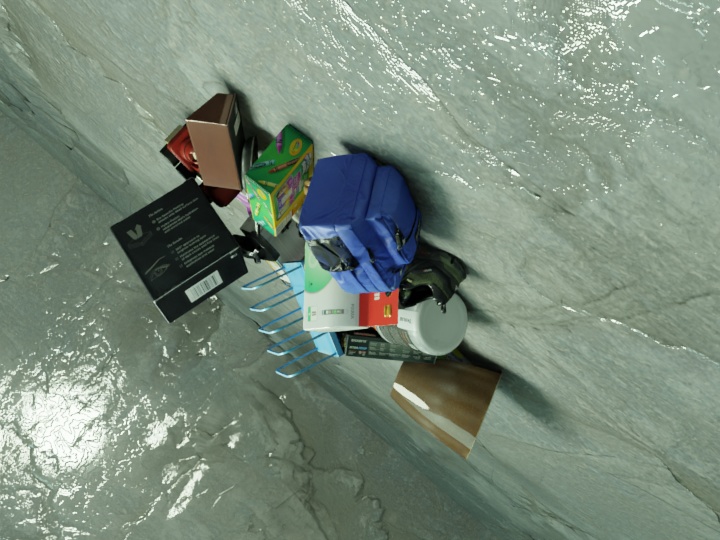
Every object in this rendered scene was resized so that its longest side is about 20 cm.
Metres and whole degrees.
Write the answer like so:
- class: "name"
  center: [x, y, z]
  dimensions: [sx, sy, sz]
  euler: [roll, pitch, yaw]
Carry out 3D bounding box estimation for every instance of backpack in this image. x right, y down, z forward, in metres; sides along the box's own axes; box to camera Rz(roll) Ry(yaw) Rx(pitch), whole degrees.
- class: "backpack"
  center: [0.012, -0.057, 1.217]
  dimensions: [0.165, 0.165, 0.201]
  euler: [2, 144, 26]

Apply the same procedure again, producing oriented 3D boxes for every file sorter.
- class: "file sorter"
  center: [-0.142, 0.097, 1.573]
  dimensions: [0.203, 0.121, 0.138]
  euler: [69, 160, -7]

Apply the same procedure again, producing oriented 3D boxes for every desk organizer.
- class: "desk organizer"
  center: [-0.255, -0.232, 1.414]
  dimensions: [0.075, 0.073, 0.201]
  euler: [8, 152, 3]

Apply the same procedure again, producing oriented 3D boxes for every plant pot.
- class: "plant pot"
  center: [0.168, 0.263, 1.629]
  dimensions: [0.197, 0.189, 0.188]
  euler: [23, 161, 12]

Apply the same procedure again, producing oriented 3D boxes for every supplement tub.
- class: "supplement tub"
  center: [0.102, 0.087, 1.481]
  dimensions: [0.123, 0.123, 0.199]
  euler: [45, 162, -24]

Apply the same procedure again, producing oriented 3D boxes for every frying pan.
- class: "frying pan"
  center: [-0.203, -0.168, 1.466]
  dimensions: [0.030, 0.117, 0.192]
  euler: [2, 143, -3]

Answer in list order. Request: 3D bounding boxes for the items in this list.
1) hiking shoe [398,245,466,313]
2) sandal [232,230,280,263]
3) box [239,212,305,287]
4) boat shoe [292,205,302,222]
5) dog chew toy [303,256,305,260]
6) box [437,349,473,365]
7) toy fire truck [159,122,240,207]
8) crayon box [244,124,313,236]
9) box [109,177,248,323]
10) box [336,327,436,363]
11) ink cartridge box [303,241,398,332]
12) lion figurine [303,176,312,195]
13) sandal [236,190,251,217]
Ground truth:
- class: "hiking shoe"
  center: [0.077, 0.007, 1.329]
  dimensions: [0.197, 0.102, 0.076]
  euler: [16, 153, 35]
- class: "sandal"
  center: [-0.221, -0.038, 1.595]
  dimensions: [0.076, 0.043, 0.199]
  euler: [44, 161, -20]
- class: "box"
  center: [-0.158, -0.063, 1.673]
  dimensions: [0.060, 0.117, 0.201]
  euler: [20, 155, 40]
- class: "boat shoe"
  center: [-0.090, -0.104, 1.540]
  dimensions: [0.201, 0.057, 0.067]
  euler: [50, -163, -23]
- class: "dog chew toy"
  center: [-0.042, 0.031, 1.676]
  dimensions: [0.124, 0.126, 0.200]
  euler: [22, 166, 45]
- class: "box"
  center: [0.202, 0.214, 1.747]
  dimensions: [0.200, 0.049, 0.117]
  euler: [42, 164, -16]
- class: "toy fire truck"
  center: [-0.290, -0.215, 1.586]
  dimensions: [0.176, 0.129, 0.199]
  euler: [49, 171, -34]
- class: "crayon box"
  center: [-0.139, -0.153, 1.373]
  dimensions: [0.058, 0.119, 0.200]
  euler: [35, 163, 8]
- class: "box"
  center: [-0.360, -0.041, 1.567]
  dimensions: [0.201, 0.195, 0.118]
  euler: [52, 167, 22]
- class: "box"
  center: [0.046, 0.140, 1.633]
  dimensions: [0.196, 0.047, 0.159]
  euler: [7, -168, -14]
- class: "ink cartridge box"
  center: [-0.020, 0.020, 1.353]
  dimensions: [0.050, 0.165, 0.198]
  euler: [10, 167, -42]
- class: "lion figurine"
  center: [-0.061, -0.121, 1.389]
  dimensions: [0.121, 0.073, 0.201]
  euler: [28, 155, 26]
- class: "sandal"
  center: [-0.241, -0.136, 1.774]
  dimensions: [0.201, 0.050, 0.083]
  euler: [36, 164, 11]
